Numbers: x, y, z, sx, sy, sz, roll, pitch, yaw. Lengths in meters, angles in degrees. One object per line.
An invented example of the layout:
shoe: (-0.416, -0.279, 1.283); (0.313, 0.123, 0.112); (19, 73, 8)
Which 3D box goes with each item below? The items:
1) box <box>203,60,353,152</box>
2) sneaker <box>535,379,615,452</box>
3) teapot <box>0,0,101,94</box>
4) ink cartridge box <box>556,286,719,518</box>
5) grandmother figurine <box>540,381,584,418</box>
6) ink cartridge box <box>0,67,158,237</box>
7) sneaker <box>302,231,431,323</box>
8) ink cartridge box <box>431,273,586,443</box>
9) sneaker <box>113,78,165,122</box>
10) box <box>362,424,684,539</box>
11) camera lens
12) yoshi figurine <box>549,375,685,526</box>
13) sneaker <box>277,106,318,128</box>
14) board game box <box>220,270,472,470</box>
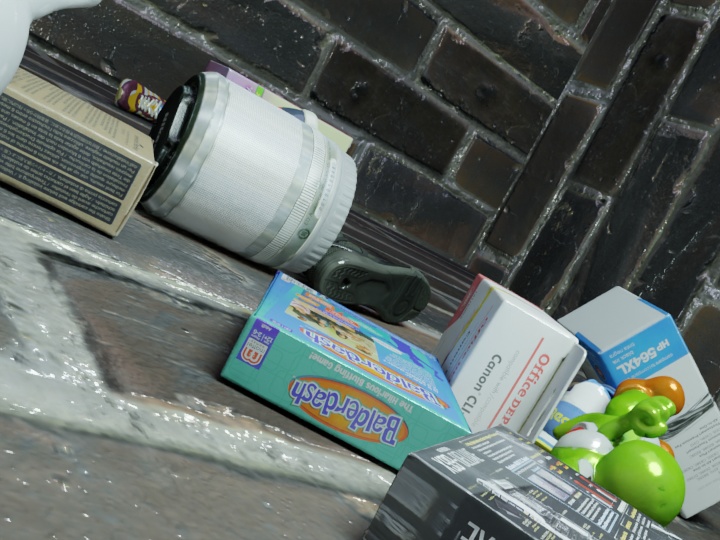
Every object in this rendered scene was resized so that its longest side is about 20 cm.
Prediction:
box: (-0.144, -0.150, 1.164); (0.199, 0.177, 0.097); (24, 7, -32)
sneaker: (0.229, 0.153, 0.822); (0.074, 0.083, 0.200); (31, 3, 31)
teapot: (-0.314, -0.177, 0.583); (0.199, 0.198, 0.146); (34, 4, -11)
ink cartridge box: (0.302, 0.133, 0.906); (0.201, 0.084, 0.146); (61, 1, -10)
grandmother figurine: (0.226, 0.148, 0.961); (0.121, 0.061, 0.200); (32, 5, 25)
ink cartridge box: (-0.269, -0.114, 0.765); (0.164, 0.075, 0.200); (28, 5, -19)
sneaker: (0.000, 0.000, 1.043); (0.199, 0.077, 0.114); (16, 23, -44)
ink cartridge box: (0.105, 0.078, 0.697); (0.067, 0.117, 0.200); (29, 5, -3)
sneaker: (-0.497, -0.389, 2.025); (0.090, 0.075, 0.200); (24, 6, 7)
box: (0.107, 0.147, 0.449); (0.157, 0.050, 0.200); (31, 6, 21)
camera lens: (-0.124, -0.102, 0.926); (0.199, 0.161, 0.160); (26, 7, -26)
yoshi figurine: (0.205, 0.144, 0.644); (0.113, 0.112, 0.199); (53, 31, 15)
sneaker: (-0.106, -0.109, 1.072); (0.084, 0.202, 0.075); (10, -21, -22)
board game box: (-0.009, 0.066, 0.607); (0.151, 0.045, 0.200); (29, 6, -4)
